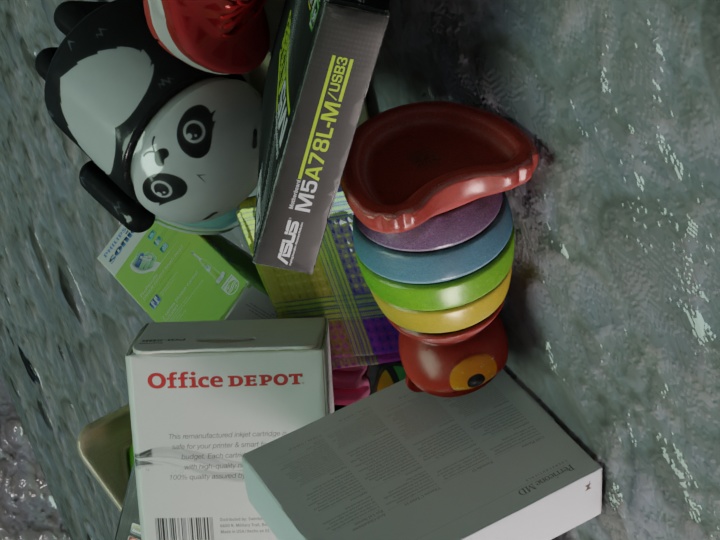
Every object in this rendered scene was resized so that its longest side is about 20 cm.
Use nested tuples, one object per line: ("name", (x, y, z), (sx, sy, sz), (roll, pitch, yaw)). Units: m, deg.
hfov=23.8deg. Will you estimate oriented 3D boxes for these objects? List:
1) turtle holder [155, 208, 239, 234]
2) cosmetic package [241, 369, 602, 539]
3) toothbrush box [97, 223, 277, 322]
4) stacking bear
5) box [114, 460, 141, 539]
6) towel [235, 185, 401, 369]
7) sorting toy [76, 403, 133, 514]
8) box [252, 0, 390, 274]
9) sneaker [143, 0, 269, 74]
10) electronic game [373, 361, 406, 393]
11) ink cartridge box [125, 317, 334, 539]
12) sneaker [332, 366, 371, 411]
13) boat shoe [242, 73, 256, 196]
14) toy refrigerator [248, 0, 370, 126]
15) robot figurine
("turtle holder", (-0.128, -0.108, 1.414), (0.141, 0.131, 0.186), (62, 158, 14))
("cosmetic package", (0.041, 0.146, 1.166), (0.151, 0.199, 0.052), (45, 151, 45))
("toothbrush box", (-0.120, 0.029, 1.501), (0.145, 0.086, 0.200), (35, -175, -42))
("stacking bear", (0.054, 0.001, 1.127), (0.114, 0.121, 0.201), (-128, 21, -49))
("box", (-0.085, 0.181, 1.369), (0.199, 0.048, 0.159), (19, 102, 13))
("towel", (0.000, 0.000, 1.257), (0.199, 0.023, 0.144), (-9, 106, 39))
("sorting toy", (-0.122, 0.183, 1.487), (0.200, 0.185, 0.037), (53, 139, 13))
("box", (-0.027, -0.134, 1.086), (0.200, 0.047, 0.194), (-92, 18, -52))
("sneaker", (-0.080, -0.175, 1.099), (0.115, 0.079, 0.200), (24, 168, 29))
("electronic game", (0.066, 0.159, 1.338), (0.200, 0.041, 0.201), (50, 152, 39))
("ink cartridge box", (-0.090, 0.140, 1.271), (0.083, 0.146, 0.201), (-78, -13, -74))
("sneaker", (-0.022, 0.072, 1.406), (0.096, 0.079, 0.201), (-86, 4, -54))
("boat shoe", (-0.057, -0.083, 1.353), (0.071, 0.070, 0.201), (26, 133, 62))
("toy refrigerator", (-0.047, -0.177, 1.246), (0.076, 0.070, 0.201), (-142, 36, -63))
("robot figurine", (-0.154, -0.122, 1.263), (0.200, 0.125, 0.151), (42, 158, 26))
